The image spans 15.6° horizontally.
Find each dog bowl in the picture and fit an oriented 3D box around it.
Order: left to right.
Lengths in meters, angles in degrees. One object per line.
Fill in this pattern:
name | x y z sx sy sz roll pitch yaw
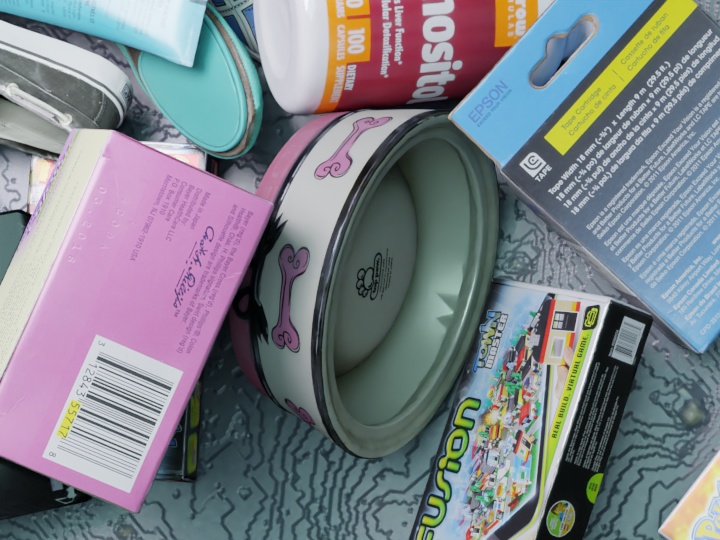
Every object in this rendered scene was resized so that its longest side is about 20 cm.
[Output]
dog bowl | 0.000 0.000 1.473 0.074 0.200 0.200 16 85 27

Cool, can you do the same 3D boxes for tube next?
tube | -0.176 -0.174 1.532 0.200 0.050 0.077 13 95 24

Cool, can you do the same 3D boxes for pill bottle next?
pill bottle | 0.047 -0.153 1.498 0.200 0.113 0.113 -7 81 -16

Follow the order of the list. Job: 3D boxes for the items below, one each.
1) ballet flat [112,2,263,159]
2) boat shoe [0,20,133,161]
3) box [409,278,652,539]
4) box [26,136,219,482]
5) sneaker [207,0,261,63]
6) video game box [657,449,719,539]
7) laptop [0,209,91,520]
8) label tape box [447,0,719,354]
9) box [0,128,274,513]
ballet flat | -0.110 -0.142 1.558 0.200 0.070 0.067 47 110 22
boat shoe | -0.236 -0.113 1.555 0.200 0.071 0.064 16 55 17
box | 0.089 0.109 1.480 0.035 0.110 0.200 22 83 -34
box | -0.146 0.023 1.563 0.110 0.035 0.200 2 83 9
sneaker | -0.076 -0.187 1.560 0.200 0.077 0.076 40 88 8
video game box | 0.299 0.125 1.483 0.182 0.047 0.200 37 89 13
laptop | -0.277 0.071 1.559 0.200 0.103 0.177 -14 87 43
label tape box | 0.163 -0.073 1.486 0.200 0.063 0.144 43 90 -10
box | -0.139 0.021 1.422 0.097 0.200 0.176 24 88 -13
